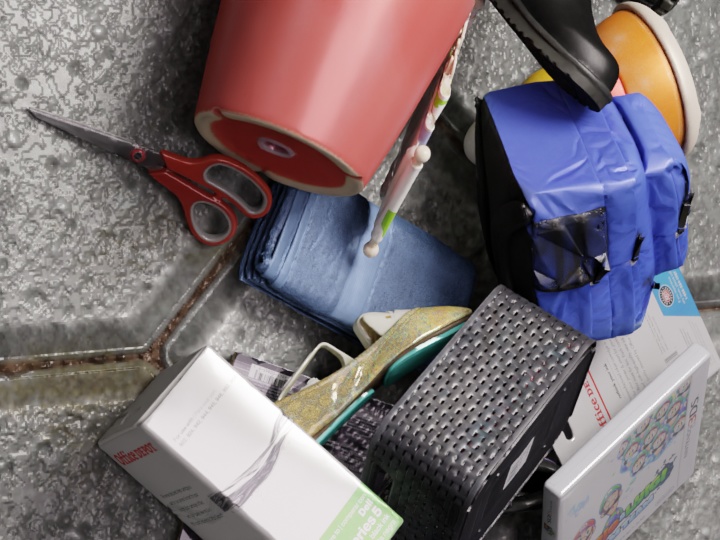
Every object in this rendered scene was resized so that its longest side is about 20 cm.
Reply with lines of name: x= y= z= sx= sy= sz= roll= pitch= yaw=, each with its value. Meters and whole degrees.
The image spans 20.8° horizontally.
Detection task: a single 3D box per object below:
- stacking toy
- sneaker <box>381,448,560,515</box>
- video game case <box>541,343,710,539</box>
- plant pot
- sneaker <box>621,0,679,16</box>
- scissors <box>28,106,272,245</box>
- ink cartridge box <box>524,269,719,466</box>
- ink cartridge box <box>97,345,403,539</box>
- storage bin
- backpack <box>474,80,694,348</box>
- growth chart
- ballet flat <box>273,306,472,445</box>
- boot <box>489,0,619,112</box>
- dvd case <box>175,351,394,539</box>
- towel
stacking toy: x=0.180 y=-0.136 z=1.701 sx=0.199 sy=0.146 sz=0.147 roll=-22 pitch=100 yaw=-10
sneaker: x=0.081 y=0.173 z=1.630 sx=0.199 sy=0.087 sz=0.076 roll=-3 pitch=90 yaw=-31
video game case: x=0.227 y=0.179 z=1.693 sx=0.200 sy=0.024 sz=0.183 roll=-39 pitch=148 yaw=-26
plant pot: x=-0.032 y=-0.166 z=1.508 sx=0.200 sy=0.200 sz=0.178 roll=30 pitch=74 yaw=-27
sneaker: x=0.283 y=-0.303 z=1.717 sx=0.075 sy=0.200 sz=0.079 roll=32 pitch=63 yaw=-4
scissors: x=-0.158 y=-0.091 z=1.520 sx=0.200 sy=0.014 sz=0.073 roll=38 pitch=110 yaw=-22
ink cartridge box: x=0.213 y=0.087 z=1.725 sx=0.200 sy=0.067 sz=0.116 roll=-34 pitch=106 yaw=-28
ink cartridge box: x=-0.086 y=0.159 z=1.472 sx=0.200 sy=0.145 sz=0.084 roll=43 pitch=68 yaw=-8
storage bin: x=0.091 y=0.126 z=1.544 sx=0.093 sy=0.136 sz=0.200 roll=31 pitch=52 yaw=15
backpack: x=0.184 y=-0.035 z=1.616 sx=0.167 sy=0.163 sz=0.201 roll=-6 pitch=132 yaw=-2
growth chart: x=0.052 y=-0.122 z=1.574 sx=0.018 sy=0.145 sz=0.201 roll=24 pitch=50 yaw=-5
ballet flat: x=0.000 y=0.074 z=1.557 sx=0.200 sy=0.071 sz=0.071 roll=-38 pitch=107 yaw=-16
boot: x=0.182 y=-0.245 z=1.570 sx=0.158 sy=0.212 sz=0.079 roll=-39 pitch=151 yaw=8
dvd case: x=-0.061 y=0.183 z=1.565 sx=0.148 sy=0.016 sz=0.201 roll=19 pitch=77 yaw=-13
towel: x=0.000 y=0.000 z=1.611 sx=0.199 sy=0.048 sz=0.112 roll=29 pitch=74 yaw=-26
